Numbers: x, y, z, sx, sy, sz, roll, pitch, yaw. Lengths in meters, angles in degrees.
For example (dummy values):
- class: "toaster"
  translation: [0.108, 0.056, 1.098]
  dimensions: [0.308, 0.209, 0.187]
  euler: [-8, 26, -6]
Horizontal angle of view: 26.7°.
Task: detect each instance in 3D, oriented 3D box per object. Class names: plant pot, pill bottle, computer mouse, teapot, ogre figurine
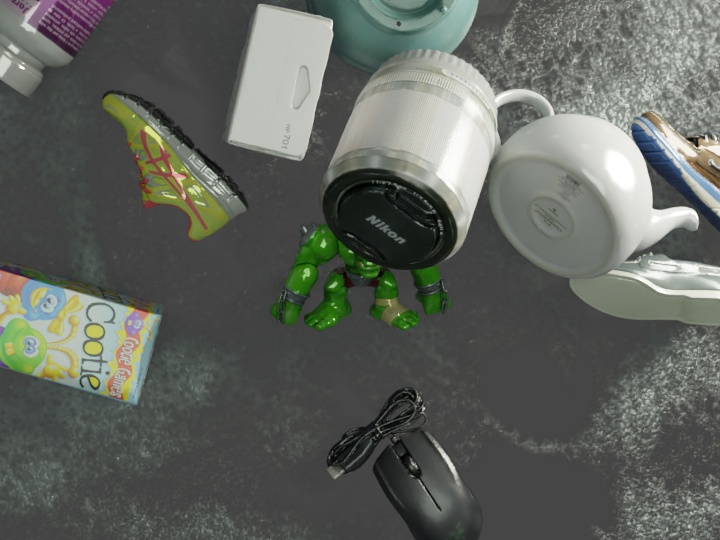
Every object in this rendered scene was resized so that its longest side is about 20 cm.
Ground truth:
- class: "plant pot"
  translation: [0.042, -0.315, 1.648]
  dimensions: [0.198, 0.134, 0.203]
  euler: [0, 94, -6]
- class: "pill bottle"
  translation: [-0.331, -0.290, 1.625]
  dimensions: [0.112, 0.112, 0.201]
  euler: [35, 90, -7]
- class: "computer mouse"
  translation: [0.067, 0.249, 1.740]
  dimensions: [0.138, 0.053, 0.201]
  euler: [-39, 97, -2]
- class: "teapot"
  translation: [0.243, -0.101, 1.683]
  dimensions: [0.146, 0.196, 0.201]
  euler: [-46, 122, -35]
- class: "ogre figurine"
  translation: [0.000, 0.000, 1.696]
  dimensions: [0.198, 0.098, 0.121]
  euler: [3, 113, 9]

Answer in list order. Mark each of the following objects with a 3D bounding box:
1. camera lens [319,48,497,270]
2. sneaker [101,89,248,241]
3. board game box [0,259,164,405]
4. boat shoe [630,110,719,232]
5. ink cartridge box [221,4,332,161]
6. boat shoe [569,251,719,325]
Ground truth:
- class: "camera lens"
  translation: [0.054, -0.114, 1.603]
  dimensions: [0.159, 0.160, 0.201]
  euler: [27, 51, -7]
- class: "sneaker"
  translation: [-0.220, -0.113, 1.671]
  dimensions: [0.090, 0.078, 0.200]
  euler: [-44, 96, 7]
- class: "board game box"
  translation: [-0.324, 0.064, 1.661]
  dimensions: [0.198, 0.105, 0.104]
  euler: [16, 93, -7]
- class: "boat shoe"
  translation: [0.391, -0.119, 1.736]
  dimensions: [0.200, 0.072, 0.072]
  euler: [43, 85, -17]
- class: "ink cartridge box"
  translation: [-0.090, -0.197, 1.612]
  dimensions: [0.085, 0.200, 0.148]
  euler: [13, 93, -6]
- class: "boat shoe"
  translation: [0.339, 0.015, 1.753]
  dimensions: [0.198, 0.073, 0.062]
  euler: [9, 51, 1]
